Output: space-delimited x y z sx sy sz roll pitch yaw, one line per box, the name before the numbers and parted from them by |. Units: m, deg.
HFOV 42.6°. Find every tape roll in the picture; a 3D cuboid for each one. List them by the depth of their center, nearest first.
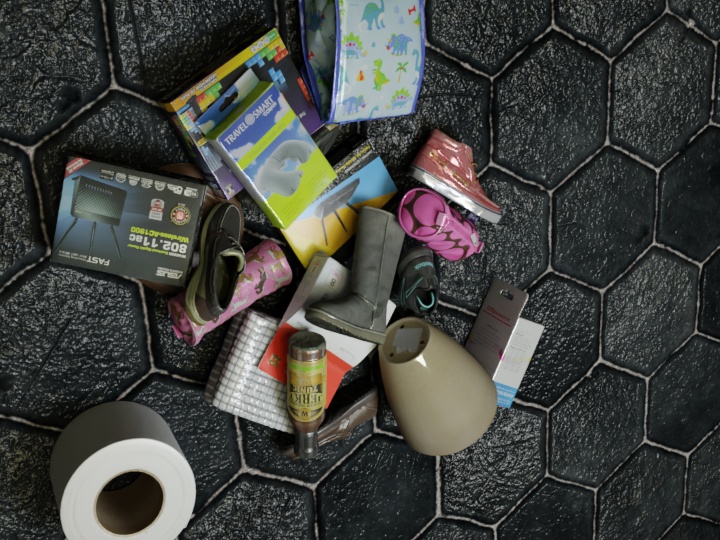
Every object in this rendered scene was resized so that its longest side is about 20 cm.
tape roll | -0.362 0.319 1.402 0.199 0.139 0.206 -7 108 -23

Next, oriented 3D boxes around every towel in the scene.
towel | -0.140 0.161 1.493 0.198 0.085 0.168 24 87 -35

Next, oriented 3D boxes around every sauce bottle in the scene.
sauce bottle | -0.083 0.197 1.435 0.064 0.065 0.203 -10 115 -22

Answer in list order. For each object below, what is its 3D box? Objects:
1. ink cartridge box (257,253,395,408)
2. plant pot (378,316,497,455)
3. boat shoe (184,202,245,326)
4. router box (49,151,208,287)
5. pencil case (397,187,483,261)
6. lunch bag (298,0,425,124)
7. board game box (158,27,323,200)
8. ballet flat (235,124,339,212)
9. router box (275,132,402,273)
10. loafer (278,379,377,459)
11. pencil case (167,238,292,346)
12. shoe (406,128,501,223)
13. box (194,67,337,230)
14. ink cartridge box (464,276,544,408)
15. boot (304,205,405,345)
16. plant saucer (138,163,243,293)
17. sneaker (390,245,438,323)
ink cartridge box | -0.049 0.101 1.463 0.162 0.057 0.202 35 72 -34
plant pot | 0.110 0.173 1.535 0.187 0.187 0.201 -41 132 -9
boat shoe | -0.194 -0.014 1.324 0.072 0.065 0.203 51 39 -43
router box | -0.327 -0.072 1.308 0.197 0.062 0.152 11 101 -11
pencil case | 0.132 -0.072 1.497 0.092 0.093 0.199 -61 155 4
lunch bag | 0.005 -0.326 1.377 0.168 0.127 0.204 -13 102 -32
board game box | -0.170 -0.231 1.353 0.200 0.056 0.167 -41 118 -20
ballet flat | -0.111 -0.169 1.422 0.200 0.057 0.067 -42 161 -14
router box | -0.038 -0.099 1.477 0.199 0.051 0.150 -39 121 -10
loafer | -0.046 0.268 1.576 0.198 0.073 0.072 -29 117 -14
pencil case | -0.198 0.032 1.401 0.199 0.082 0.088 -34 136 -28
shoe | 0.176 -0.158 1.553 0.198 0.071 0.092 27 96 -26
box | -0.132 -0.173 1.330 0.122 0.047 0.201 -47 123 -16
ink cartridge box | 0.253 0.127 1.654 0.067 0.115 0.203 19 97 -29
boot | -0.002 -0.001 1.414 0.181 0.072 0.203 22 79 -51
plant saucer | -0.265 -0.057 1.391 0.197 0.037 0.204 -9 110 -24
sneaker | 0.085 0.048 1.528 0.074 0.080 0.201 -15 147 -16
